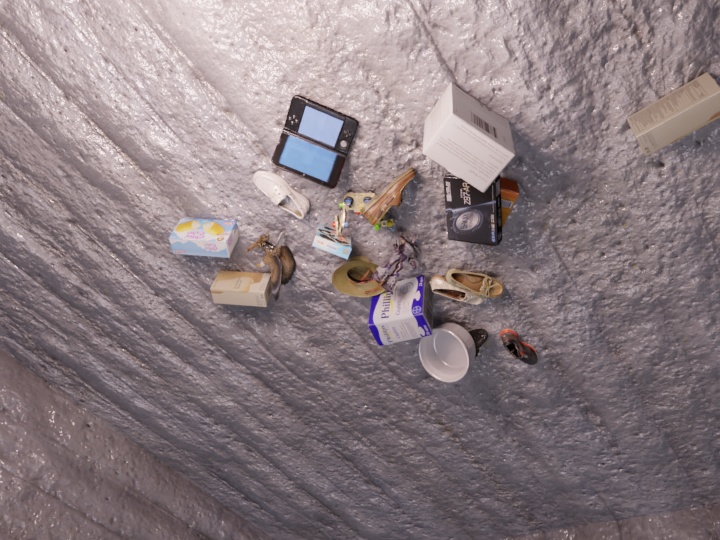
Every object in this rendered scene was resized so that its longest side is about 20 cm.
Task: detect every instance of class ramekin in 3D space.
[{"bbox_3d":[0.315,0.286,1.937,0.198,0.097,0.204,14,114,33],"label":"ramekin"}]

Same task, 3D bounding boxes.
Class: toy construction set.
[{"bbox_3d":[0.007,-0.175,1.663,0.196,0.093,0.133,-7,130,2],"label":"toy construction set"}]

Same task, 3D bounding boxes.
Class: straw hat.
[{"bbox_3d":[0.000,0.000,1.810,0.197,0.086,0.203,-1,141,0],"label":"straw hat"}]

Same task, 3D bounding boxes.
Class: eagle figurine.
[{"bbox_3d":[-0.285,-0.024,1.810,0.202,0.151,0.150,57,156,-14],"label":"eagle figurine"}]

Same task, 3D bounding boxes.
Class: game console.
[{"bbox_3d":[-0.127,-0.357,1.506,0.197,0.120,0.174,20,131,-8],"label":"game console"}]

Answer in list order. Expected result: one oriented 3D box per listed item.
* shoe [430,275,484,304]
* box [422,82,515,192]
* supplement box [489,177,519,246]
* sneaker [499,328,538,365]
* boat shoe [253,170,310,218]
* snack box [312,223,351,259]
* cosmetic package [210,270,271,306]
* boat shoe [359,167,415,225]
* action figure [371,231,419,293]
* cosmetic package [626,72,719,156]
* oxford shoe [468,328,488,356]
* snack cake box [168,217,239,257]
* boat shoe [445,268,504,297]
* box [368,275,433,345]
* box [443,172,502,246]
[{"bbox_3d":[0.327,0.078,1.836,0.197,0.054,0.070,20,131,-7],"label":"shoe"},{"bbox_3d":[0.273,-0.342,1.389,0.197,0.202,0.131,28,128,-15],"label":"box"},{"bbox_3d":[0.398,-0.171,1.602,0.068,0.067,0.202,14,132,-5],"label":"supplement box"},{"bbox_3d":[0.570,0.297,1.957,0.199,0.083,0.077,39,126,-21],"label":"sneaker"},{"bbox_3d":[-0.246,-0.231,1.668,0.198,0.070,0.071,31,131,-15],"label":"boat shoe"},{"bbox_3d":[-0.087,-0.092,1.676,0.114,0.200,0.038,20,103,-7],"label":"snack box"},{"bbox_3d":[-0.417,0.063,1.921,0.196,0.106,0.072,3,130,6],"label":"cosmetic package"},{"bbox_3d":[0.092,-0.213,1.578,0.199,0.072,0.068,-41,90,7],"label":"boat shoe"},{"bbox_3d":[0.125,-0.033,1.721,0.130,0.069,0.201,39,84,-27],"label":"action figure"},{"bbox_3d":[0.774,-0.380,1.328,0.198,0.106,0.071,-28,122,32],"label":"cosmetic package"},{"bbox_3d":[0.408,0.278,1.992,0.083,0.074,0.200,18,136,-26],"label":"oxford shoe"},{"bbox_3d":[-0.514,-0.110,1.792,0.196,0.116,0.068,4,131,7],"label":"snack cake box"},{"bbox_3d":[0.377,0.045,1.774,0.196,0.063,0.075,13,89,0],"label":"boat shoe"},{"bbox_3d":[0.139,0.134,1.832,0.197,0.186,0.106,-15,128,22],"label":"box"},{"bbox_3d":[0.325,-0.178,1.563,0.158,0.043,0.203,11,125,32],"label":"box"}]
